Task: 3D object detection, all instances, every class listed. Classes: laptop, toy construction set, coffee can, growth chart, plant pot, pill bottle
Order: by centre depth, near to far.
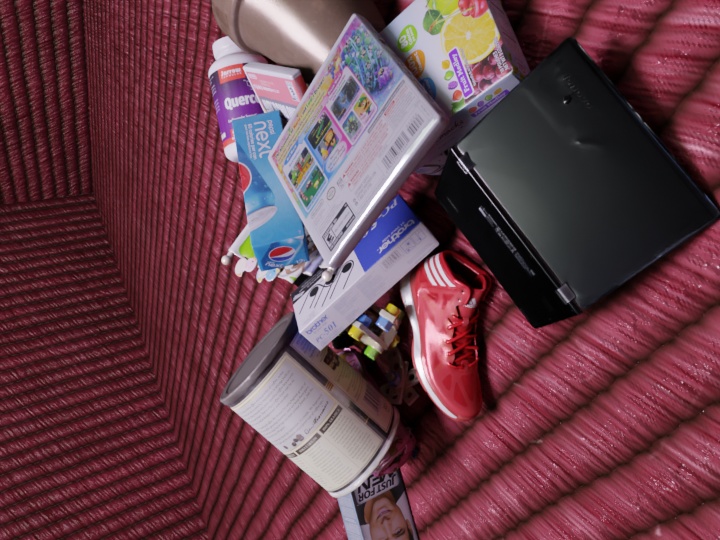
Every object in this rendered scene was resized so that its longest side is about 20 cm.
[{"bbox_3d":[0.179,-0.064,0.544,0.189,0.115,0.200,55,173,10],"label":"laptop"},{"bbox_3d":[-0.062,-0.326,0.732,0.175,0.199,0.201,49,142,11],"label":"plant pot"},{"bbox_3d":[-0.066,0.178,0.765,0.200,0.147,0.146,43,149,-10],"label":"coffee can"},{"bbox_3d":[-0.091,-0.044,0.777,0.197,0.147,0.018,10,152,32],"label":"growth chart"},{"bbox_3d":[0.027,0.097,0.794,0.130,0.092,0.202,24,152,40],"label":"toy construction set"},{"bbox_3d":[-0.206,-0.304,1.024,0.112,0.111,0.205,-8,95,59],"label":"pill bottle"}]

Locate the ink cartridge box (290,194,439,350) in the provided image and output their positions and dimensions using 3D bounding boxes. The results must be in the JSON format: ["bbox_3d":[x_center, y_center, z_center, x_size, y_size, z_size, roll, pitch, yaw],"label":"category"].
[{"bbox_3d":[0.000,0.000,0.727,0.044,0.199,0.094,43,-171,-30],"label":"ink cartridge box"}]

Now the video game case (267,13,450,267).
[{"bbox_3d":[-0.015,-0.138,0.617,0.201,0.023,0.184,-51,54,30],"label":"video game case"}]

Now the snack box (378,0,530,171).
[{"bbox_3d":[0.065,-0.196,0.599,0.198,0.052,0.145,-30,65,36],"label":"snack box"}]

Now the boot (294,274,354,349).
[{"bbox_3d":[-0.064,0.027,0.878,0.079,0.211,0.160,-33,62,12],"label":"boot"}]

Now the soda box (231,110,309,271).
[{"bbox_3d":[-0.118,-0.106,0.745,0.065,0.066,0.203,87,170,-62],"label":"soda box"}]

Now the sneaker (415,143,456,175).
[{"bbox_3d":[0.087,-0.141,0.647,0.199,0.071,0.074,16,113,54],"label":"sneaker"}]

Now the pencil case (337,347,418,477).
[{"bbox_3d":[0.009,0.218,0.900,0.201,0.085,0.084,53,161,33],"label":"pencil case"}]

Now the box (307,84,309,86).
[{"bbox_3d":[-0.046,-0.169,0.875,0.201,0.049,0.201,62,147,23],"label":"box"}]

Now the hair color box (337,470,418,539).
[{"bbox_3d":[0.023,0.383,0.921,0.060,0.097,0.204,-21,84,58],"label":"hair color box"}]

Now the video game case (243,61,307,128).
[{"bbox_3d":[-0.083,-0.184,0.788,0.142,0.017,0.202,31,153,49],"label":"video game case"}]

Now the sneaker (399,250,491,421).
[{"bbox_3d":[0.114,0.073,0.680,0.115,0.077,0.203,-40,68,57],"label":"sneaker"}]
